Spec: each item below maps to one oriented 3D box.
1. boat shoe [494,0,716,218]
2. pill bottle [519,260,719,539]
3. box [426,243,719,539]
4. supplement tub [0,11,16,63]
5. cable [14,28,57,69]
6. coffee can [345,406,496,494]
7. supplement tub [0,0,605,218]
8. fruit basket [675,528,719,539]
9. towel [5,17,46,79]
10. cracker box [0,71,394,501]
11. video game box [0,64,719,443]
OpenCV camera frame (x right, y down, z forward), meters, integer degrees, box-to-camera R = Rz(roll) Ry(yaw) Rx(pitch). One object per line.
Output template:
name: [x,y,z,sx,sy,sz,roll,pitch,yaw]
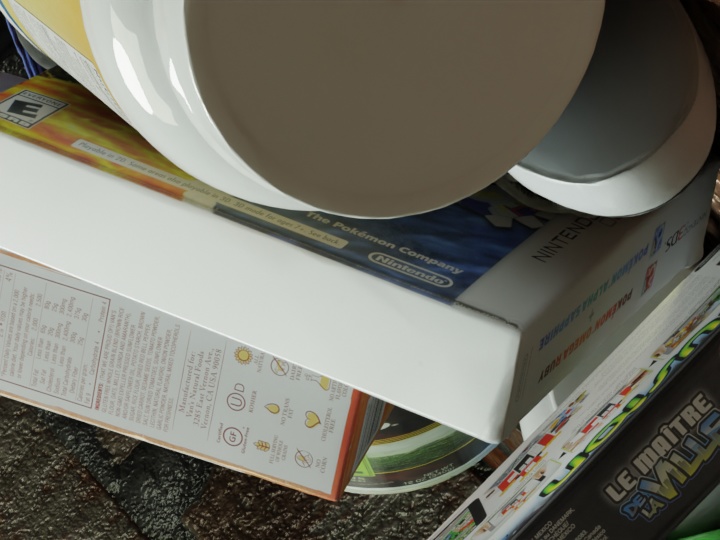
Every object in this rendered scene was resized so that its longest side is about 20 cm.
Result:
boat shoe: [0.063,-0.052,0.917,0.068,0.074,0.199,53,174,-29]
pill bottle: [0.119,0.056,1.177,0.112,0.112,0.200,45,175,11]
box: [0.082,0.061,0.954,0.035,0.200,0.110,45,176,-5]
supplement tub: [-0.172,-0.166,1.324,0.123,0.200,0.123,45,176,4]
cable: [-0.065,-0.128,1.041,0.097,0.050,0.200,45,145,13]
coffee can: [0.000,0.000,1.169,0.146,0.146,0.200,45,174,14]
supplement tub: [-0.026,-0.101,0.859,0.145,0.145,0.200,48,175,-28]
fruit basket: [0.134,0.202,1.111,0.216,0.216,0.155,44,-163,25]
towel: [-0.092,-0.017,1.240,0.200,0.024,0.145,65,-178,-66]
cracker box: [-0.078,-0.001,1.003,0.199,0.058,0.134,18,-154,9]
video game box: [-0.004,-0.026,0.968,0.199,0.047,0.182,21,-156,18]
